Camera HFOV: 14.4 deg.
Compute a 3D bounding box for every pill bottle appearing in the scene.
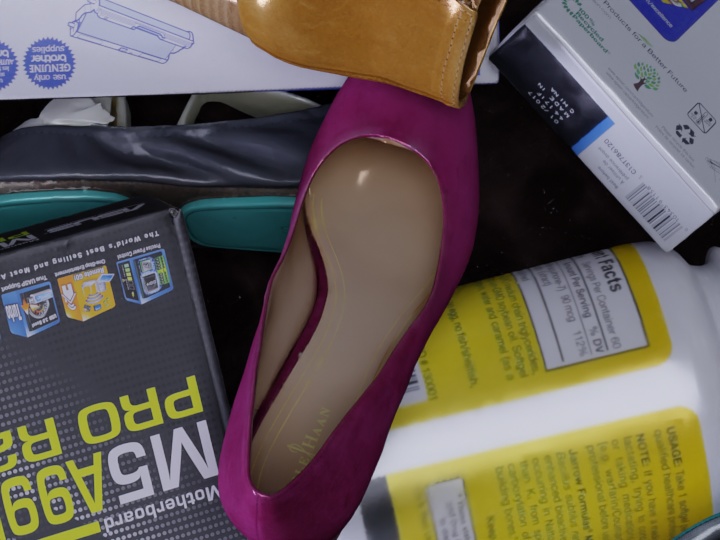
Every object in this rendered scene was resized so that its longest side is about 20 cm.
[{"bbox_3d":[0.077,0.054,1.063,0.199,0.114,0.115,-13,89,-2],"label":"pill bottle"}]

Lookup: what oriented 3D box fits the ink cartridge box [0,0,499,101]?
[{"bbox_3d":[-0.051,-0.093,1.070,0.199,0.094,0.044,-2,102,-1],"label":"ink cartridge box"}]

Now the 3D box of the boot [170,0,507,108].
[{"bbox_3d":[0.004,-0.165,0.969,0.144,0.071,0.202,17,111,12],"label":"boot"}]

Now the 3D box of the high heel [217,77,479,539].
[{"bbox_3d":[0.000,0.000,0.970,0.067,0.096,0.201,9,77,6],"label":"high heel"}]

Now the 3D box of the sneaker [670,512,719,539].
[{"bbox_3d":[0.130,0.166,0.987,0.083,0.121,0.201,9,81,31],"label":"sneaker"}]

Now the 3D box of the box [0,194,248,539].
[{"bbox_3d":[-0.141,0.076,0.991,0.199,0.044,0.161,-15,101,-15],"label":"box"}]

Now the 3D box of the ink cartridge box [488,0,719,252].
[{"bbox_3d":[0.139,-0.099,1.075,0.099,0.039,0.200,47,50,1],"label":"ink cartridge box"}]

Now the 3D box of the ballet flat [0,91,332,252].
[{"bbox_3d":[-0.076,-0.039,1.091,0.199,0.073,0.073,-2,88,5],"label":"ballet flat"}]
